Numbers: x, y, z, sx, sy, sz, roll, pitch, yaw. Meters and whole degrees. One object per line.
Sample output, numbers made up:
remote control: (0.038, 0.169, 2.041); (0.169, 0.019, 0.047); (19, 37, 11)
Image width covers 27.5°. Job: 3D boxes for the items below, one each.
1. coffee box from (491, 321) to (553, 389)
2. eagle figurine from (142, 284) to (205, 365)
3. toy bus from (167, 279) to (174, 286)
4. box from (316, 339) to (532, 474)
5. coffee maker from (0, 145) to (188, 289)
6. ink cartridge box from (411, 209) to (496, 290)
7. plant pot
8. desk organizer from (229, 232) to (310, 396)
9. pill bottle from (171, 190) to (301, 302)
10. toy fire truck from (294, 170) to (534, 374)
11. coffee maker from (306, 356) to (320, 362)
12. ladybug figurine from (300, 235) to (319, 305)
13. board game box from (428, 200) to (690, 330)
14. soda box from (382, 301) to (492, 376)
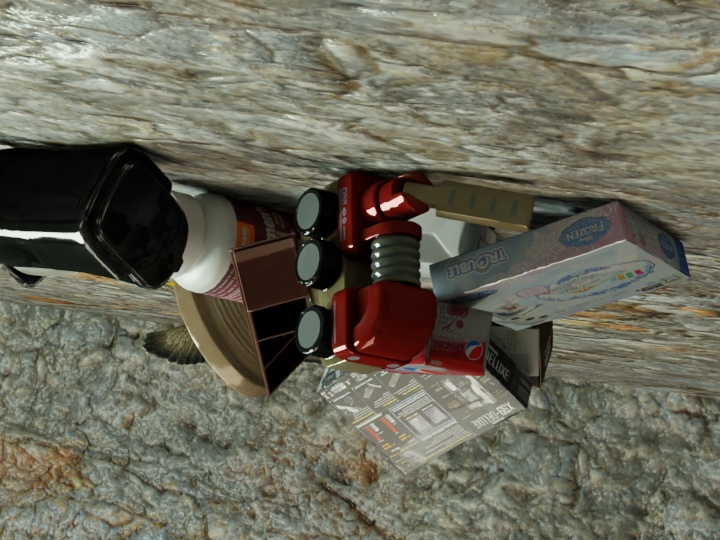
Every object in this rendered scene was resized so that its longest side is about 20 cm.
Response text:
coffee box: (0.123, 0.075, 1.737); (0.197, 0.081, 0.113); (3, -157, 15)
eagle figurine: (-0.215, 0.060, 2.120); (0.152, 0.151, 0.199); (47, -162, 32)
toy bus: (-0.265, -0.021, 1.968); (0.077, 0.066, 0.200); (4, 172, 24)
box: (0.073, 0.133, 1.684); (0.158, 0.050, 0.199); (43, 127, -18)
coffee maker: (-0.297, -0.056, 1.443); (0.198, 0.137, 0.191); (2, 170, 38)
ink cartridge box: (0.075, -0.023, 1.554); (0.115, 0.068, 0.200); (6, 171, 16)
plant pot: (-0.139, 0.051, 1.859); (0.092, 0.202, 0.200); (-31, 159, 17)
desk organizer: (-0.087, 0.052, 1.586); (0.071, 0.078, 0.201); (-14, 149, -5)
pill bottle: (-0.144, -0.024, 1.621); (0.199, 0.111, 0.109); (14, 171, -42)
toy fire truck: (0.048, -0.009, 1.329); (0.128, 0.178, 0.199); (14, 156, -36)
coffee maker: (-0.054, 0.087, 2.018); (0.197, 0.195, 0.135); (6, 165, 8)
ladybug figurine: (-0.011, 0.009, 1.598); (0.071, 0.137, 0.201); (-8, 139, 13)
board game box: (0.199, 0.000, 1.441); (0.198, 0.044, 0.198); (-19, 162, 25)
soda box: (0.055, 0.069, 1.466); (0.069, 0.064, 0.200); (10, 172, -21)
